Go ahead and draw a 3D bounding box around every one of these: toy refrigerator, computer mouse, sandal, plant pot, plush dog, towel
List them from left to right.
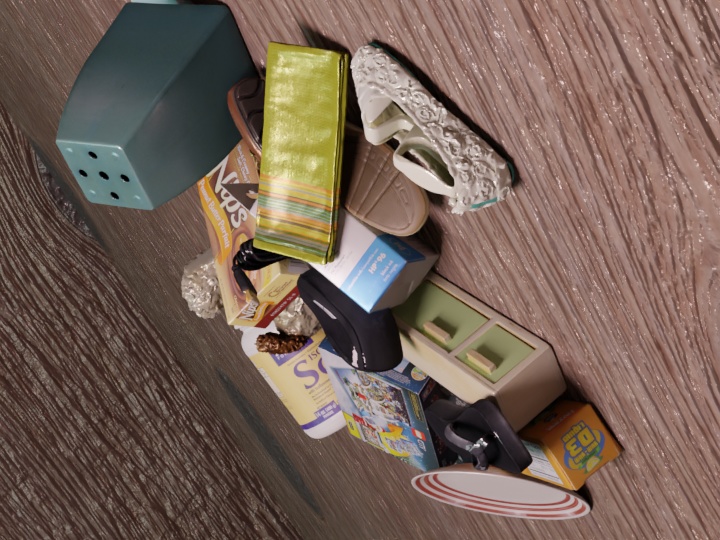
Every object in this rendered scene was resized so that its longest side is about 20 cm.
[{"bbox_3d":[-0.221,-0.166,1.449,0.141,0.200,0.142,8,140,29],"label":"plant pot"},{"bbox_3d":[-0.092,0.005,1.658,0.160,0.200,0.172,-5,134,41],"label":"plush dog"},{"bbox_3d":[-0.057,-0.108,1.271,0.086,0.018,0.201,12,108,23],"label":"towel"},{"bbox_3d":[-0.044,0.024,1.371,0.200,0.140,0.046,58,141,37],"label":"computer mouse"},{"bbox_3d":[0.107,0.076,1.363,0.200,0.076,0.070,35,157,49],"label":"toy refrigerator"},{"bbox_3d":[0.107,0.166,1.308,0.076,0.043,0.200,54,165,-5],"label":"sandal"}]

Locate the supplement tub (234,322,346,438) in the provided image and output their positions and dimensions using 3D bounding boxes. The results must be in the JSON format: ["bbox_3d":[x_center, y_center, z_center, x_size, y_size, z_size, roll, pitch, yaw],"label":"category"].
[{"bbox_3d":[-0.065,0.103,1.793,0.200,0.145,0.145,53,165,-5],"label":"supplement tub"}]

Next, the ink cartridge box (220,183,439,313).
[{"bbox_3d":[-0.030,-0.050,1.354,0.200,0.068,0.116,40,-165,13],"label":"ink cartridge box"}]

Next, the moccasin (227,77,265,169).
[{"bbox_3d":[-0.073,-0.120,1.468,0.201,0.074,0.078,46,159,-17],"label":"moccasin"}]

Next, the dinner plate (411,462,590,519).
[{"bbox_3d":[0.156,0.243,1.516,0.200,0.024,0.200,9,158,4],"label":"dinner plate"}]

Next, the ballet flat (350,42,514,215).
[{"bbox_3d":[0.043,-0.118,1.133,0.200,0.072,0.072,44,163,29],"label":"ballet flat"}]

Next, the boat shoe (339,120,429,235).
[{"bbox_3d":[0.000,-0.102,1.314,0.200,0.072,0.065,38,-164,29],"label":"boat shoe"}]

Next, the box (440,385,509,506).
[{"bbox_3d":[0.110,0.172,1.622,0.200,0.046,0.159,37,158,44],"label":"box"}]

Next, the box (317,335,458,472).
[{"bbox_3d":[0.035,0.155,1.575,0.136,0.038,0.200,23,152,27],"label":"box"}]

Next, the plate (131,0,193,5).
[{"bbox_3d":[-0.204,-0.274,1.574,0.200,0.026,0.200,46,164,17],"label":"plate"}]

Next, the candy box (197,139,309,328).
[{"bbox_3d":[-0.118,-0.051,1.522,0.115,0.055,0.200,-41,52,41],"label":"candy box"}]

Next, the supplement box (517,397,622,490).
[{"bbox_3d":[0.178,0.166,1.376,0.069,0.066,0.200,58,164,-13],"label":"supplement box"}]
